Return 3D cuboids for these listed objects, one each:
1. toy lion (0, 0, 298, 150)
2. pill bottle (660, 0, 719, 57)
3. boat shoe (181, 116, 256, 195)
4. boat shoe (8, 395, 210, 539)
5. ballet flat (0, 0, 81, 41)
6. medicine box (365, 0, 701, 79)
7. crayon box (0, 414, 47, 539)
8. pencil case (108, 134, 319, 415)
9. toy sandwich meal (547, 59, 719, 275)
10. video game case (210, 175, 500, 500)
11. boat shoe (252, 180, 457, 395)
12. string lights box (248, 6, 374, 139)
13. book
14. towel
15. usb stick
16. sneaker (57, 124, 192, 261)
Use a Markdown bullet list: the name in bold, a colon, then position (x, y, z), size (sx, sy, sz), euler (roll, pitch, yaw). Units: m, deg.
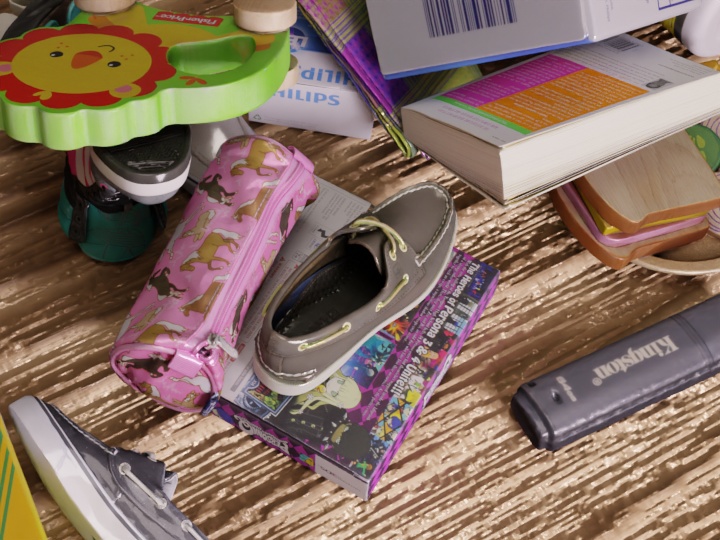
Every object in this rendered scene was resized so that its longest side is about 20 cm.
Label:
- **toy lion**: position (-0.157, -0.138, 1.086), size (0.197, 0.069, 0.192), euler (8, 33, 11)
- **pill bottle**: position (0.254, -0.282, 1.311), size (0.112, 0.113, 0.200), euler (-30, 64, -22)
- **boat shoe**: position (-0.134, -0.131, 1.204), size (0.070, 0.070, 0.200), euler (-28, 64, -21)
- **boat shoe**: position (-0.150, 0.149, 1.021), size (0.068, 0.072, 0.200), euler (-37, 70, -23)
- **ballet flat**: position (-0.253, -0.189, 1.240), size (0.068, 0.068, 0.201), euler (11, 46, 14)
- **medicine box**: position (0.129, -0.218, 1.167), size (0.181, 0.104, 0.199), euler (-5, 11, 36)
- **crayon box**: position (-0.223, 0.164, 0.972), size (0.050, 0.128, 0.201), euler (-20, 60, -16)
- **pencil case**: position (-0.097, -0.002, 1.075), size (0.086, 0.083, 0.201), euler (14, 55, 14)
- **toy sandwich meal**: position (0.237, -0.084, 1.206), size (0.202, 0.071, 0.207), euler (2, 57, -4)
- **video game case**: position (-0.023, 0.038, 1.124), size (0.180, 0.036, 0.201), euler (26, 59, 13)
- **boat shoe**: position (0.002, 0.002, 1.092), size (0.072, 0.061, 0.202), euler (36, 62, 17)
- **string lights box**: position (-0.025, -0.209, 1.270), size (0.101, 0.059, 0.202), euler (9, 57, 1)
- **book**: position (0.146, -0.122, 1.152), size (0.198, 0.049, 0.133), euler (-22, 33, -23)
- **towel**: position (0.013, -0.194, 1.208), size (0.201, 0.023, 0.144), euler (51, 43, -14)
- **usb stick**: position (0.201, 0.071, 1.126), size (0.198, 0.033, 0.056), euler (-22, 63, -18)
- **sneaker**: position (-0.170, -0.057, 1.120), size (0.083, 0.122, 0.200), euler (-7, 27, -18)
